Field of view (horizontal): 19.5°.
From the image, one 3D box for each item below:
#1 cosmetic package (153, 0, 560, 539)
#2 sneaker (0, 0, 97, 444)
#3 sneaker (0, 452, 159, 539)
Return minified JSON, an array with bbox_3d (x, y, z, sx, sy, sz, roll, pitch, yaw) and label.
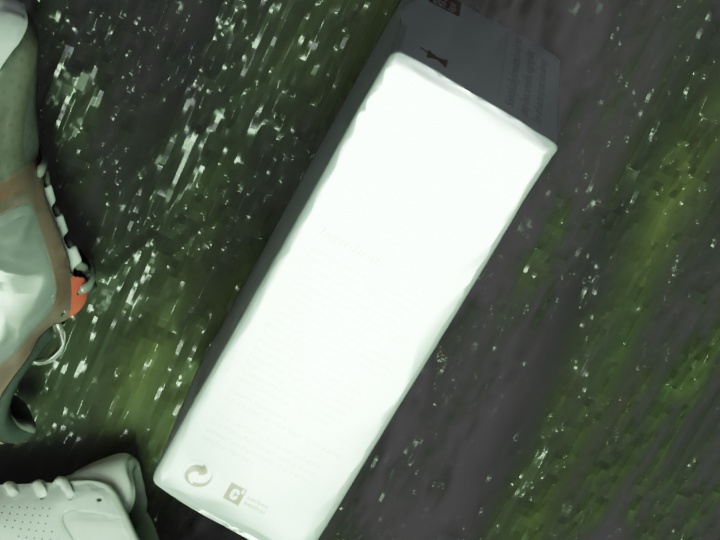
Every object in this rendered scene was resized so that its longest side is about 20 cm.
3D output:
[{"bbox_3d":[0.000,0.000,0.806,0.074,0.102,0.200,29,114,-6],"label":"cosmetic package"},{"bbox_3d":[-0.145,-0.016,0.844,0.082,0.077,0.200,4,117,-25],"label":"sneaker"},{"bbox_3d":[-0.136,0.115,0.893,0.200,0.078,0.099,25,85,6],"label":"sneaker"}]
